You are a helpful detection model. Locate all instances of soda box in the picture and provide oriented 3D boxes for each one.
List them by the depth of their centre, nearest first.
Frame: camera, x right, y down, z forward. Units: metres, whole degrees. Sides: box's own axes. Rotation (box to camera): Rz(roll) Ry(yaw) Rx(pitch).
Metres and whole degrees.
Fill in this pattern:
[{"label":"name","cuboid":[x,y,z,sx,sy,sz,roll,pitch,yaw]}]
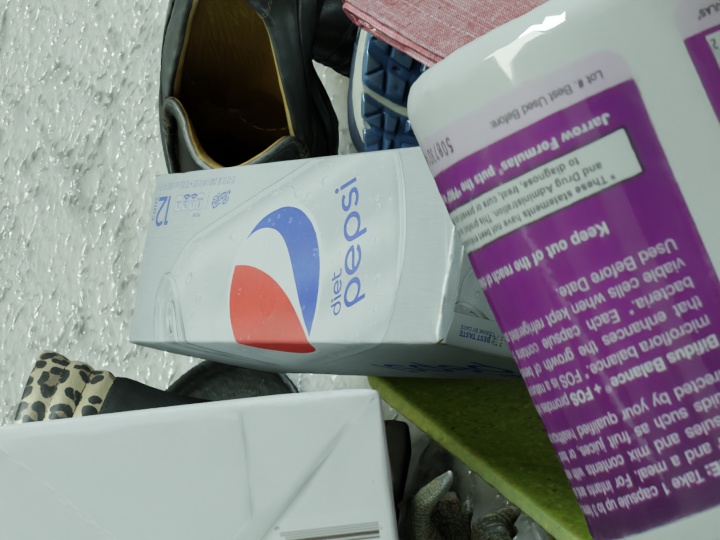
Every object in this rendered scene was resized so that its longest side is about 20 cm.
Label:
[{"label":"soda box","cuboid":[0.000,0.000,0.875,0.199,0.068,0.064,-2,77,56]}]

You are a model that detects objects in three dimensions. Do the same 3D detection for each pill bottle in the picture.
[{"label":"pill bottle","cuboid":[0.100,0.019,0.709,0.112,0.112,0.201,-26,86,50]}]

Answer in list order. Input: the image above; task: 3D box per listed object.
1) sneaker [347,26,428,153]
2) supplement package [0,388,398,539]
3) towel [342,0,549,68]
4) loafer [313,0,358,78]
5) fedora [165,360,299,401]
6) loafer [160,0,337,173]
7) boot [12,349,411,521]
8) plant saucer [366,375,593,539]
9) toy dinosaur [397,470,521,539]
[{"label":"sneaker","cuboid":[0.037,-0.129,0.981,0.085,0.077,0.201,-1,70,67]},{"label":"supplement package","cuboid":[-0.052,0.110,0.821,0.200,0.119,0.122,124,139,-81]},{"label":"towel","cuboid":[0.094,-0.136,0.849,0.200,0.023,0.144,-45,32,-4]},{"label":"loafer","cuboid":[-0.027,-0.174,1.082,0.073,0.072,0.201,-48,41,38]},{"label":"fedora","cuboid":[-0.099,0.119,1.060,0.200,0.091,0.202,-26,58,51]},{"label":"loafer","cuboid":[-0.050,-0.060,0.997,0.073,0.072,0.201,-70,-16,-47]},{"label":"boot","cuboid":[-0.073,0.134,0.955,0.073,0.150,0.201,58,-132,-88]},{"label":"plant saucer","cuboid":[0.096,-0.015,0.855,0.200,0.048,0.201,36,109,55]},{"label":"toy dinosaur","cuboid":[0.051,0.127,0.807,0.103,0.077,0.201,58,156,35]}]
